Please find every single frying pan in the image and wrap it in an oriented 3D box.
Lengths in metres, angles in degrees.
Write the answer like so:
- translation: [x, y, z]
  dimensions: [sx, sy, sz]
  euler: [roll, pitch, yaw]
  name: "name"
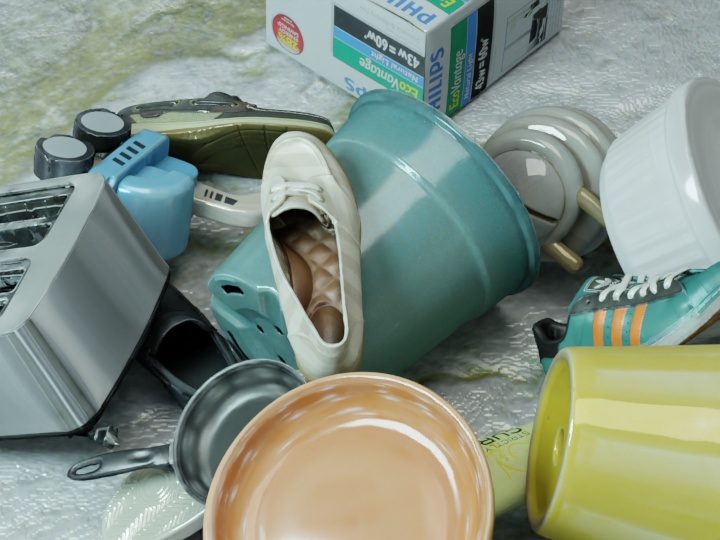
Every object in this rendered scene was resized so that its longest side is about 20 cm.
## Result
- translation: [-0.110, 0.138, 1.504]
  dimensions: [0.189, 0.031, 0.115]
  euler: [-34, 51, 8]
  name: "frying pan"

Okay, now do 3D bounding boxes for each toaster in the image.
- translation: [-0.250, 0.034, 1.593]
  dimensions: [0.199, 0.119, 0.181]
  euler: [-6, 42, 31]
  name: "toaster"

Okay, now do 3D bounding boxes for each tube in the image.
- translation: [0.111, 0.142, 1.531]
  dimensions: [0.199, 0.052, 0.058]
  euler: [-14, 4, -40]
  name: "tube"

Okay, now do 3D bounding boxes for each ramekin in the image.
- translation: [0.267, -0.040, 1.656]
  dimensions: [0.094, 0.202, 0.203]
  euler: [-26, 38, 31]
  name: "ramekin"

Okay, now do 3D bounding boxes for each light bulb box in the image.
- translation: [0.049, -0.255, 1.897]
  dimensions: [0.198, 0.125, 0.200]
  euler: [33, 54, 27]
  name: "light bulb box"

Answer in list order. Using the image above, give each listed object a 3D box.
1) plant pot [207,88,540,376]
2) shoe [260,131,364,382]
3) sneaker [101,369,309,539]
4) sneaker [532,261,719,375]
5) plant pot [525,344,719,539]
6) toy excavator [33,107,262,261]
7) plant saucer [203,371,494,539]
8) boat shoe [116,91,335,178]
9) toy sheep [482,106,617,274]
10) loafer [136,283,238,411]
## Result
- translation: [0.000, 0.000, 1.628]
  dimensions: [0.200, 0.201, 0.196]
  euler: [34, 65, 28]
  name: "plant pot"
- translation: [-0.031, -0.018, 1.512]
  dimensions: [0.069, 0.053, 0.201]
  euler: [-11, 64, 0]
  name: "shoe"
- translation: [-0.093, 0.158, 1.557]
  dimensions: [0.199, 0.085, 0.075]
  euler: [-32, 51, 5]
  name: "sneaker"
- translation: [0.200, 0.032, 1.575]
  dimensions: [0.071, 0.200, 0.080]
  euler: [-25, 81, -48]
  name: "sneaker"
- translation: [0.218, 0.134, 1.459]
  dimensions: [0.187, 0.201, 0.202]
  euler: [10, 47, -6]
  name: "plant pot"
- translation: [-0.148, -0.055, 1.731]
  dimensions: [0.199, 0.100, 0.194]
  euler: [20, 30, 14]
  name: "toy excavator"
- translation: [-0.005, 0.166, 1.410]
  dimensions: [0.199, 0.037, 0.201]
  euler: [-7, 63, 14]
  name: "plant saucer"
- translation: [-0.119, -0.121, 1.810]
  dimensions: [0.199, 0.072, 0.066]
  euler: [-3, 52, 4]
  name: "boat shoe"
- translation: [0.154, -0.067, 1.714]
  dimensions: [0.137, 0.139, 0.200]
  euler: [23, 17, 20]
  name: "toy sheep"
- translation: [-0.136, 0.058, 1.643]
  dimensions: [0.068, 0.071, 0.201]
  euler: [-23, 50, -20]
  name: "loafer"
